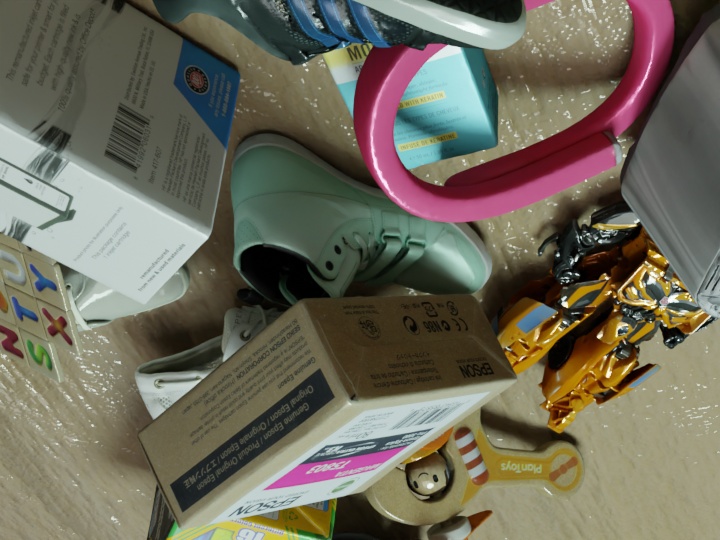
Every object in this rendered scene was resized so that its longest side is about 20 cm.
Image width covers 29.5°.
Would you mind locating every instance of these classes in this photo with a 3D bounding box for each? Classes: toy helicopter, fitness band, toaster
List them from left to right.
[{"bbox_3d":[0.092,0.164,1.069,0.198,0.134,0.079,6,169,-26],"label":"toy helicopter"},{"bbox_3d":[0.091,-0.105,0.784,0.198,0.038,0.145,-23,131,-8],"label":"fitness band"},{"bbox_3d":[0.240,-0.065,0.786,0.112,0.130,0.201,-3,140,-23],"label":"toaster"}]

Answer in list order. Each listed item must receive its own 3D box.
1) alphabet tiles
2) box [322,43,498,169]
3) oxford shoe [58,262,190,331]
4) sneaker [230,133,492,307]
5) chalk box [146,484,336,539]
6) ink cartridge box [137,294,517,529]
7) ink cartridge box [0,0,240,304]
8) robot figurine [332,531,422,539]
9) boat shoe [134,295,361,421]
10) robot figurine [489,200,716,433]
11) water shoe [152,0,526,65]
[{"bbox_3d":[-0.254,-0.015,0.888,0.199,0.006,0.168,20,131,38],"label":"alphabet tiles"},{"bbox_3d":[0.016,-0.150,0.789,0.081,0.049,0.201,-12,134,17],"label":"box"},{"bbox_3d":[-0.218,0.023,0.988,0.198,0.058,0.076,-8,134,11],"label":"oxford shoe"},{"bbox_3d":[-0.001,0.000,0.899,0.199,0.119,0.074,23,132,-21],"label":"sneaker"},{"bbox_3d":[-0.105,0.206,1.122,0.123,0.125,0.201,16,137,-12],"label":"chalk box"},{"bbox_3d":[-0.017,0.089,0.892,0.164,0.076,0.199,-40,158,30],"label":"ink cartridge box"},{"bbox_3d":[-0.179,-0.095,0.793,0.199,0.147,0.084,29,133,-23],"label":"ink cartridge box"},{"bbox_3d":[-0.013,0.301,1.197,0.148,0.126,0.200,2,154,-1],"label":"robot figurine"},{"bbox_3d":[-0.079,0.059,1.003,0.198,0.071,0.070,-26,108,13],"label":"boat shoe"},{"bbox_3d":[0.173,0.034,0.961,0.144,0.059,0.200,26,133,-22],"label":"robot figurine"},{"bbox_3d":[-0.013,-0.147,0.713,0.198,0.072,0.079,17,140,-3],"label":"water shoe"}]
